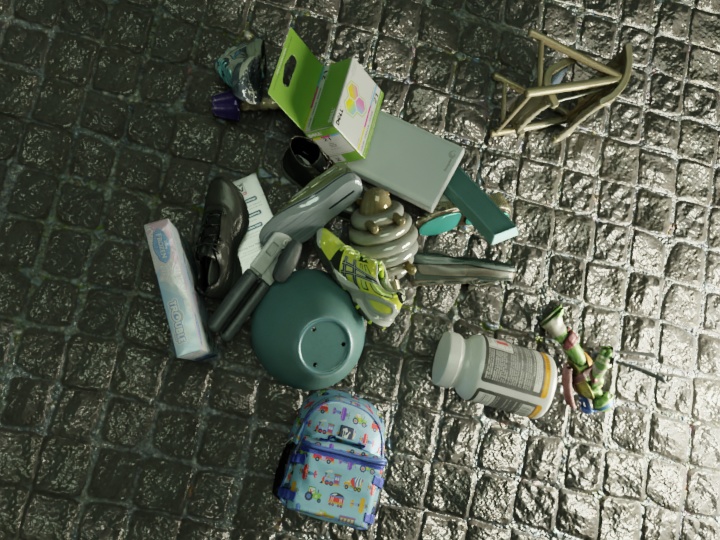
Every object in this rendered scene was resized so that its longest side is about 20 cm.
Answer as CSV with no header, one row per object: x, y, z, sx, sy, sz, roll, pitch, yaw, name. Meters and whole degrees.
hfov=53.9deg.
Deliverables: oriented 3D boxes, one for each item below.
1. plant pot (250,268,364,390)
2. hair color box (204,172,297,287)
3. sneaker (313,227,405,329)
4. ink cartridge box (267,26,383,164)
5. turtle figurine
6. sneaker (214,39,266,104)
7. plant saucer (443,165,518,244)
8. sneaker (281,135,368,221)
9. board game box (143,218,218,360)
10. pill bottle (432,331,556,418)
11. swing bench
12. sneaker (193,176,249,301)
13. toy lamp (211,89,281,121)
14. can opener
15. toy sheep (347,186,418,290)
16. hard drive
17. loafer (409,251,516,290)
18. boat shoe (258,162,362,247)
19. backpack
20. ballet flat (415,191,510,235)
-0.074,0.108,1.158,0.195,0.135,0.206,-2,98,-17,plant pot
-0.189,-0.054,1.233,0.098,0.061,0.204,-22,85,-13,hair color box
0.000,0.000,1.170,0.077,0.075,0.201,-46,76,18,sneaker
-0.056,-0.304,1.222,0.200,0.074,0.151,40,56,-45,ink cartridge box
0.423,0.138,1.265,0.195,0.200,0.143,50,42,6,turtle figurine
-0.213,-0.341,1.235,0.084,0.202,0.079,-3,122,1,sneaker
0.202,-0.128,1.277,0.069,0.019,0.201,-19,54,-28,plant saucer
-0.052,-0.156,1.250,0.197,0.106,0.076,30,77,-3,sneaker
-0.282,0.039,1.130,0.042,0.199,0.205,-15,82,-7,board game box
0.231,0.179,1.236,0.195,0.116,0.119,17,78,-7,pill bottle
0.363,-0.327,1.302,0.195,0.199,0.133,7,79,-7,swing bench
-0.231,-0.051,1.150,0.074,0.091,0.206,0,90,17,sneaker
-0.170,-0.300,1.281,0.195,0.058,0.060,-3,81,-10,toy lamp
-0.169,0.027,1.147,0.053,0.067,0.202,40,82,-29,can opener
0.041,-0.047,1.231,0.135,0.138,0.205,-15,112,-12,toy sheep
0.073,-0.205,1.288,0.197,0.027,0.134,27,75,14,hard drive
0.184,0.007,1.291,0.195,0.072,0.065,7,99,-1,loafer
-0.087,-0.106,1.196,0.197,0.072,0.062,-32,49,-1,boat shoe
-0.037,0.302,1.163,0.179,0.135,0.204,21,75,-6,backpack
0.182,-0.113,1.311,0.195,0.068,0.077,-9,60,-16,ballet flat
